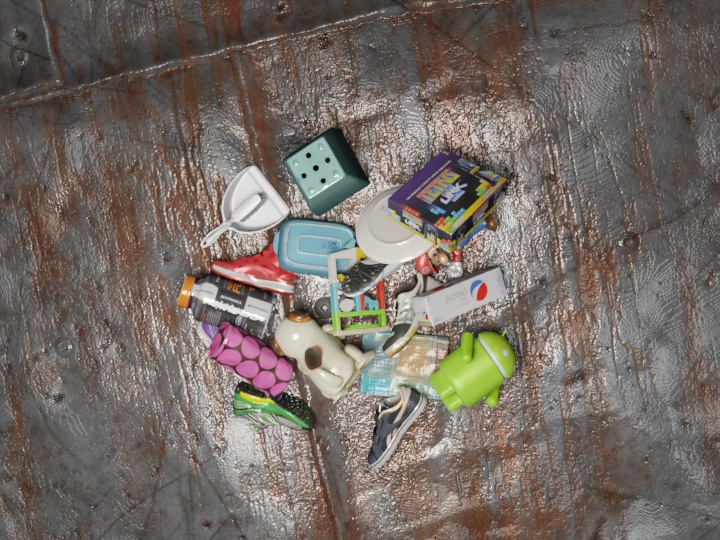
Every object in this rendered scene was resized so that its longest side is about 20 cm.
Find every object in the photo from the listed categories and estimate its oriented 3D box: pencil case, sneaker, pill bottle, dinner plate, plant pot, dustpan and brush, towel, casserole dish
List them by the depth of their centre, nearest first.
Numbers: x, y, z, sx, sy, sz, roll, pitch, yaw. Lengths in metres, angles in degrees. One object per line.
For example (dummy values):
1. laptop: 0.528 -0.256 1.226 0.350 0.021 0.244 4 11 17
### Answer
1. plant pot: -0.077 -0.208 1.429 0.140 0.200 0.143 -31 92 6
2. dinner plate: 0.080 -0.106 1.454 0.196 0.024 0.203 -11 55 16
3. sneaker: 0.041 -0.005 1.465 0.199 0.073 0.071 -40 52 -21
4. pencil case: -0.237 0.194 1.475 0.093 0.091 0.199 -39 122 17
5. casserole dish: -0.091 -0.051 1.498 0.196 0.039 0.124 6 84 -12
6. pill bottle: -0.295 0.073 1.500 0.196 0.106 0.108 19 97 -11
7. sneaker: 0.099 0.094 1.503 0.087 0.076 0.201 37 78 6
8. dustpan and brush: -0.272 -0.119 1.523 0.199 0.057 0.140 -40 91 7
9. sneaker: 0.059 0.341 1.526 0.079 0.078 0.202 33 96 -10
10. sneaker: -0.229 -0.022 1.535 0.196 0.078 0.118 16 82 -1
11. towel: 0.096 0.213 1.544 0.195 0.022 0.150 4 96 4
12. sneaker: -0.281 0.176 1.546 0.083 0.081 0.200 -43 94 -5
13. sneaker: -0.196 0.322 1.559 0.196 0.078 0.087 19 106 9

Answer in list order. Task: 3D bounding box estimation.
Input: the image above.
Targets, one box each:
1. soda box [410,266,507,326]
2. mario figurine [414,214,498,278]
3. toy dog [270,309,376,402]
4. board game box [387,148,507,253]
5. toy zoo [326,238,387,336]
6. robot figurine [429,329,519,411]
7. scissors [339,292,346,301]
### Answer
1. soda box: 0.209 0.055 1.455 0.197 0.068 0.065 -19 94 -23
2. mario figurine: 0.203 -0.058 1.467 0.199 0.106 0.124 -39 85 4
3. toy dog: -0.099 0.180 1.476 0.199 0.193 0.141 39 111 13
4. board game box: 0.177 -0.147 1.403 0.164 0.057 0.200 32 58 27
5. toy zoo: -0.008 0.033 1.477 0.129 0.020 0.205 -1 85 -33
6. robot figurine: 0.248 0.211 1.481 0.198 0.116 0.177 -35 120 0
7. scissors: 0.000 0.000 1.538 0.199 0.014 0.074 -36 94 8
